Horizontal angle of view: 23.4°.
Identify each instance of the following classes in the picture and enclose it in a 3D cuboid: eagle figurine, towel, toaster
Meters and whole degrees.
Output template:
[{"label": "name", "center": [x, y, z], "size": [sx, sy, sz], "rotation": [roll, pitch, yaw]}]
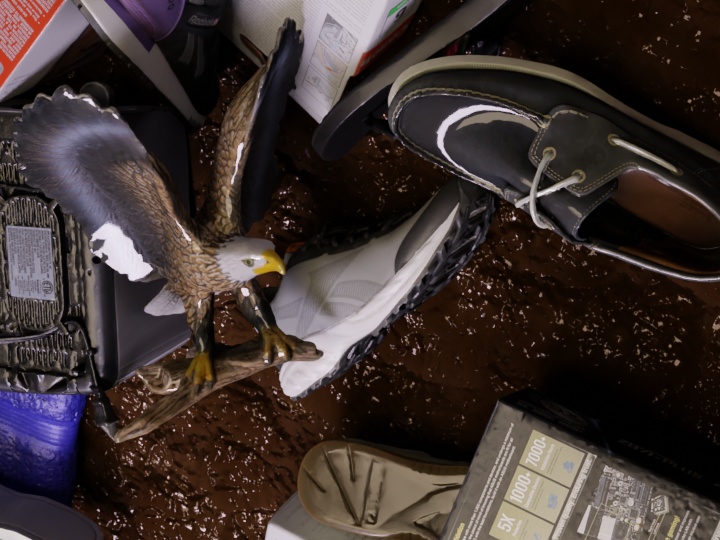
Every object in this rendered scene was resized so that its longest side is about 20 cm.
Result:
[{"label": "eagle figurine", "center": [-0.086, -0.030, 0.950], "size": [0.150, 0.152, 0.201], "rotation": [-6, 110, 25]}, {"label": "towel", "center": [-0.265, 0.099, 1.239], "size": [0.147, 0.050, 0.201], "rotation": [27, 124, 21]}, {"label": "toaster", "center": [-0.204, -0.016, 1.076], "size": [0.180, 0.119, 0.201], "rotation": [4, 104, 25]}]

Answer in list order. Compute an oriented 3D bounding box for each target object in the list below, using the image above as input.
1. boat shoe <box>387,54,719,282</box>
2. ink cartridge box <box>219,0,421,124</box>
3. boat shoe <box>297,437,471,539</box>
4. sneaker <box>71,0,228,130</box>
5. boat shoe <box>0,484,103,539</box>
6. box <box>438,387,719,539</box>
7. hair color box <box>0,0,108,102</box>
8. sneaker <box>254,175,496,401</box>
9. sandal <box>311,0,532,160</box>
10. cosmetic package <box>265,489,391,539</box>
[{"label": "boat shoe", "center": [0.106, -0.051, 0.879], "size": [0.199, 0.068, 0.072], "rotation": [22, 129, 0]}, {"label": "ink cartridge box", "center": [-0.019, -0.169, 0.937], "size": [0.109, 0.050, 0.200], "rotation": [43, 154, 8]}, {"label": "boat shoe", "center": [0.061, 0.149, 1.055], "size": [0.200, 0.063, 0.074], "rotation": [13, 93, 20]}, {"label": "sneaker", "center": [-0.094, -0.142, 0.956], "size": [0.087, 0.200, 0.076], "rotation": [-40, 77, 0]}, {"label": "boat shoe", "center": [-0.275, 0.175, 1.217], "size": [0.199, 0.075, 0.062], "rotation": [21, 112, 5]}, {"label": "box", "center": [0.118, 0.190, 0.958], "size": [0.163, 0.086, 0.201], "rotation": [24, 97, 15]}, {"label": "hair color box", "center": [-0.150, -0.189, 0.986], "size": [0.064, 0.111, 0.200], "rotation": [50, 130, 2]}, {"label": "sneaker", "center": [0.000, 0.000, 1.007], "size": [0.200, 0.074, 0.079], "rotation": [-41, 83, 39]}, {"label": "sandal", "center": [0.046, -0.106, 0.924], "size": [0.200, 0.075, 0.045], "rotation": [-36, 91, 36]}, {"label": "cosmetic package", "center": [0.034, 0.219, 1.091], "size": [0.199, 0.074, 0.102], "rotation": [23, 123, 19]}]
